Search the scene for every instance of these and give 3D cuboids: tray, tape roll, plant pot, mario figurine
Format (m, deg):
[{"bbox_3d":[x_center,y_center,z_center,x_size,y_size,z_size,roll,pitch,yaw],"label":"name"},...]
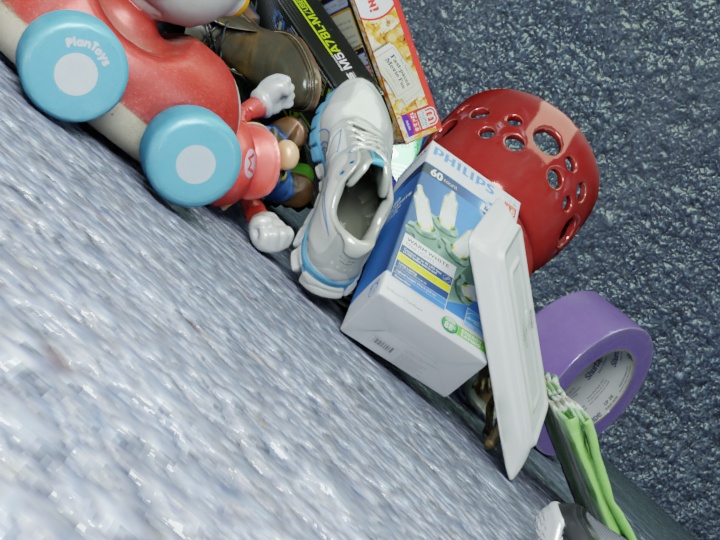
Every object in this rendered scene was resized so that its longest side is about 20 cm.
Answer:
[{"bbox_3d":[0.121,0.051,0.750,0.107,0.022,0.201,-48,130,-62],"label":"tray"},{"bbox_3d":[0.269,0.131,1.215,0.085,0.200,0.200,43,3,40],"label":"tape roll"},{"bbox_3d":[0.136,-0.074,1.060,0.200,0.182,0.201,26,-41,25],"label":"plant pot"},{"bbox_3d":[-0.070,-0.090,0.793,0.123,0.106,0.200,47,12,2],"label":"mario figurine"}]

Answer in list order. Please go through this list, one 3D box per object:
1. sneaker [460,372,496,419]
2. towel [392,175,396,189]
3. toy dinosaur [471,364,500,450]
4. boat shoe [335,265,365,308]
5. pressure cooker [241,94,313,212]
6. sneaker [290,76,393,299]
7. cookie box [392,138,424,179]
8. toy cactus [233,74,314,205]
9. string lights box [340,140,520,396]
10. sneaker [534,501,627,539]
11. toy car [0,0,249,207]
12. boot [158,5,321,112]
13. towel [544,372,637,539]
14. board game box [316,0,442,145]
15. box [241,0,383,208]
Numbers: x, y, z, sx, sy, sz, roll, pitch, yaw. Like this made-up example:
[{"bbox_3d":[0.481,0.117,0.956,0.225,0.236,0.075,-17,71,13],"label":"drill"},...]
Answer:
[{"bbox_3d":[0.130,0.063,0.965,0.081,0.076,0.200,-110,-173,-50],"label":"sneaker"},{"bbox_3d":[0.052,-0.005,0.928,0.148,0.049,0.200,86,-19,-56],"label":"towel"},{"bbox_3d":[0.134,0.084,0.863,0.101,0.058,0.200,91,3,-51],"label":"toy dinosaur"},{"bbox_3d":[-0.002,0.001,0.879,0.068,0.073,0.199,59,-8,7],"label":"boat shoe"},{"bbox_3d":[-0.091,-0.174,1.178,0.200,0.179,0.176,38,-5,9],"label":"pressure cooker"},{"bbox_3d":[0.002,-0.079,0.758,0.075,0.201,0.087,17,-31,-20],"label":"sneaker"},{"bbox_3d":[0.026,-0.107,1.207,0.075,0.201,0.171,12,-6,-3],"label":"cookie box"},{"bbox_3d":[-0.138,-0.124,0.933,0.200,0.102,0.165,43,21,-19],"label":"toy cactus"},{"bbox_3d":[0.063,-0.007,0.789,0.103,0.059,0.200,33,43,-12],"label":"string lights box"},{"bbox_3d":[0.191,0.171,0.497,0.200,0.114,0.075,44,3,30],"label":"sneaker"},{"bbox_3d":[-0.119,-0.177,0.631,0.177,0.200,0.184,38,5,-32],"label":"toy car"},{"bbox_3d":[-0.120,-0.201,0.897,0.097,0.075,0.200,-5,34,-37],"label":"boot"},{"bbox_3d":[0.197,0.170,0.829,0.200,0.031,0.150,-75,142,-86],"label":"towel"},{"bbox_3d":[-0.005,-0.220,0.946,0.151,0.046,0.201,8,-59,65],"label":"board game box"},{"bbox_3d":[-0.062,-0.190,0.981,0.200,0.047,0.193,58,-26,17],"label":"box"}]
